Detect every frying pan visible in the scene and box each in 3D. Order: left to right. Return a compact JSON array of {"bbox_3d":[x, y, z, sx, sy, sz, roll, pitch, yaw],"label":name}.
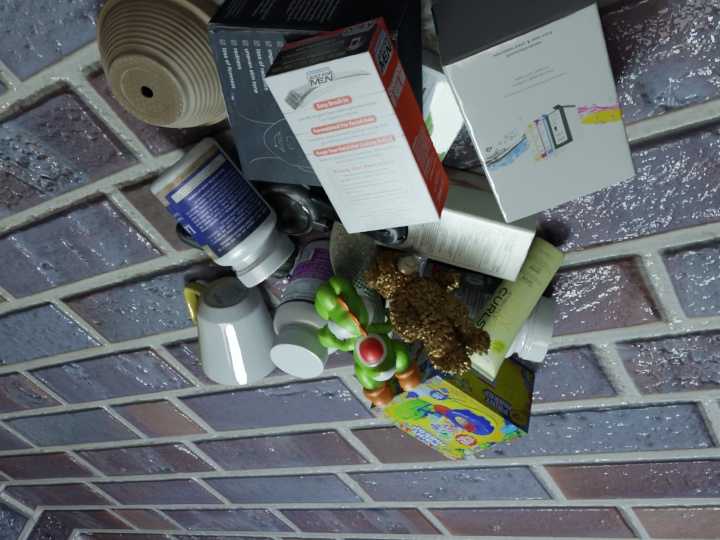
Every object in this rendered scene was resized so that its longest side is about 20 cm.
[{"bbox_3d":[-0.082,-0.072,1.078,0.190,0.031,0.115,38,138,-18],"label":"frying pan"}]

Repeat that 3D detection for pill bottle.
[{"bbox_3d":[-0.192,-0.080,1.013,0.115,0.116,0.200,-26,111,41],"label":"pill bottle"},{"bbox_3d":[-0.067,0.059,1.082,0.112,0.201,0.113,11,141,9],"label":"pill bottle"},{"bbox_3d":[0.182,0.065,1.060,0.199,0.114,0.114,14,140,6],"label":"pill bottle"}]

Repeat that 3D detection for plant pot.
[{"bbox_3d":[-0.249,-0.250,0.887,0.200,0.093,0.201,11,139,10],"label":"plant pot"}]

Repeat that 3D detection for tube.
[{"bbox_3d":[0.208,0.050,0.980,0.052,0.200,0.058,34,-178,-37],"label":"tube"}]

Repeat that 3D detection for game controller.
[{"bbox_3d":[-0.006,-0.103,0.917,0.200,0.042,0.105,29,122,47],"label":"game controller"}]

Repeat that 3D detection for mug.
[{"bbox_3d":[-0.239,0.094,1.243,0.186,0.150,0.154,2,130,10],"label":"mug"}]

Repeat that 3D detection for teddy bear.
[{"bbox_3d":[0.092,0.047,0.939,0.144,0.201,0.067,-16,156,-26],"label":"teddy bear"}]

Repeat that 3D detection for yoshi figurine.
[{"bbox_3d":[0.000,0.084,0.983,0.112,0.112,0.200,-10,120,41],"label":"yoshi figurine"}]

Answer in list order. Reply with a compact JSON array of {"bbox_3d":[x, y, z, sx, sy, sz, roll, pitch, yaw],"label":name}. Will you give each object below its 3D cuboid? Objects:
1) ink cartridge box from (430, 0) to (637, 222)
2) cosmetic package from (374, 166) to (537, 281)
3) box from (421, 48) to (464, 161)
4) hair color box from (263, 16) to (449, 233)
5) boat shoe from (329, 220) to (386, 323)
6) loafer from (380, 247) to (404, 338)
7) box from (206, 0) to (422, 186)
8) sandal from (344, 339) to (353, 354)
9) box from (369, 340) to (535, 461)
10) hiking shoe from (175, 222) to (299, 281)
[{"bbox_3d":[0.177,-0.185,0.729,0.144,0.148,0.200,-19,129,15],"label":"ink cartridge box"},{"bbox_3d":[0.128,-0.071,0.946,0.199,0.087,0.104,17,139,4],"label":"cosmetic package"},{"bbox_3d":[0.032,-0.214,0.864,0.199,0.036,0.145,25,140,-5],"label":"box"},{"bbox_3d":[0.004,-0.134,0.702,0.110,0.064,0.200,-6,135,26],"label":"hair color box"},{"bbox_3d":[0.000,0.000,1.029,0.074,0.062,0.201,-7,103,10],"label":"boat shoe"},{"bbox_3d":[0.037,0.039,1.124,0.067,0.076,0.201,18,128,13],"label":"loafer"},{"bbox_3d":[-0.037,-0.203,0.779,0.196,0.124,0.201,8,138,13],"label":"box"},{"bbox_3d":[-0.010,0.114,1.195,0.048,0.076,0.201,3,151,5],"label":"sandal"},{"bbox_3d":[0.160,0.212,1.232,0.200,0.122,0.193,33,139,-17],"label":"box"},{"bbox_3d":[-0.201,-0.026,1.136,0.199,0.076,0.101,17,137,1],"label":"hiking shoe"}]
